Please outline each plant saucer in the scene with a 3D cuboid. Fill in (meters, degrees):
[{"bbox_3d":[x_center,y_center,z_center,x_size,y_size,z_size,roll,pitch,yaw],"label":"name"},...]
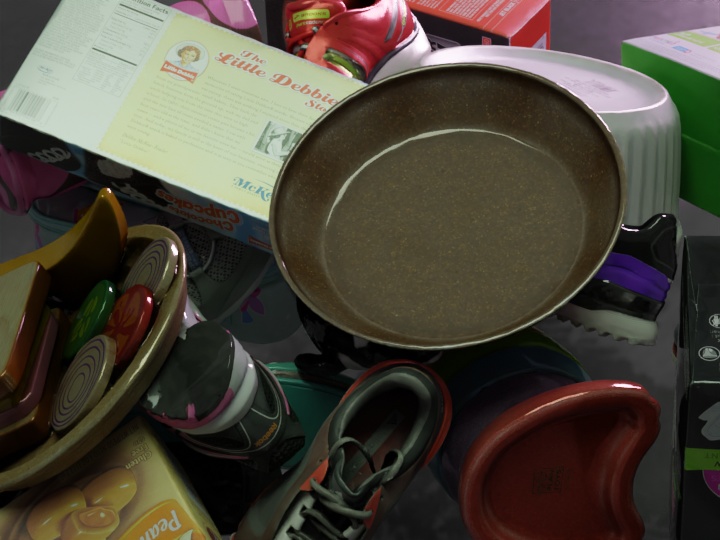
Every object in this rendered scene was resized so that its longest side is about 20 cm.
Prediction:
[{"bbox_3d":[0.050,-0.029,1.431,0.200,0.037,0.201,-6,52,8],"label":"plant saucer"}]

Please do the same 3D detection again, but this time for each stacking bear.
[{"bbox_3d":[0.082,0.075,1.488,0.113,0.122,0.200,-3,28,-15],"label":"stacking bear"}]

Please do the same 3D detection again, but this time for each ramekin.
[{"bbox_3d":[0.108,-0.071,1.613,0.199,0.105,0.200,6,17,-2],"label":"ramekin"}]

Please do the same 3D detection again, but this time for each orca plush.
[{"bbox_3d":[0.000,0.000,1.507,0.105,0.071,0.200,-20,18,5],"label":"orca plush"}]

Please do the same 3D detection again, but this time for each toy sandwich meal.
[{"bbox_3d":[-0.183,0.039,1.424,0.205,0.070,0.205,-34,30,23],"label":"toy sandwich meal"}]

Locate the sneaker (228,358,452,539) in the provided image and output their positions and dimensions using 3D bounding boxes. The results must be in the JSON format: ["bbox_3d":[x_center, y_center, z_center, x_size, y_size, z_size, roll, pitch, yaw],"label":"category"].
[{"bbox_3d":[-0.022,0.129,1.374,0.077,0.082,0.200,29,83,5],"label":"sneaker"}]

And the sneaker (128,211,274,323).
[{"bbox_3d":[-0.137,0.013,1.540,0.200,0.082,0.075,-33,77,6],"label":"sneaker"}]

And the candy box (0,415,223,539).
[{"bbox_3d":[-0.115,0.185,1.346,0.115,0.055,0.200,-34,49,1],"label":"candy box"}]

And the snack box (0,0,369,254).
[{"bbox_3d":[-0.104,-0.092,1.529,0.199,0.037,0.116,22,61,10],"label":"snack box"}]

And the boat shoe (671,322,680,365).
[{"bbox_3d":[0.280,0.010,1.587,0.199,0.063,0.071,-18,43,-17],"label":"boat shoe"}]

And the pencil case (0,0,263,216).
[{"bbox_3d":[-0.153,-0.105,1.615,0.200,0.091,0.094,-27,11,-25],"label":"pencil case"}]

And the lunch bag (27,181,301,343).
[{"bbox_3d":[-0.104,-0.035,1.654,0.199,0.077,0.161,15,41,20],"label":"lunch bag"}]

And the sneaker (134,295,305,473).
[{"bbox_3d":[-0.093,0.066,1.433,0.080,0.086,0.200,-46,27,0],"label":"sneaker"}]

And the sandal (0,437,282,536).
[{"bbox_3d":[-0.142,0.126,1.455,0.199,0.045,0.075,-7,82,-8],"label":"sandal"}]

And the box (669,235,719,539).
[{"bbox_3d":[0.240,0.097,1.368,0.148,0.201,0.125,2,40,5],"label":"box"}]

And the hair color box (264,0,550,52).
[{"bbox_3d":[0.032,-0.160,1.786,0.199,0.102,0.061,19,43,27],"label":"hair color box"}]

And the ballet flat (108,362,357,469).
[{"bbox_3d":[-0.082,0.081,1.520,0.199,0.068,0.070,-4,24,-5],"label":"ballet flat"}]

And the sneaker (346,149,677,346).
[{"bbox_3d":[0.092,-0.034,1.493,0.199,0.100,0.070,20,9,3],"label":"sneaker"}]

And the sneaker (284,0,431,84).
[{"bbox_3d":[-0.030,-0.127,1.620,0.077,0.085,0.200,-9,29,34],"label":"sneaker"}]

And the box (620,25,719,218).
[{"bbox_3d":[0.286,-0.101,1.639,0.176,0.097,0.200,-9,16,-17],"label":"box"}]
